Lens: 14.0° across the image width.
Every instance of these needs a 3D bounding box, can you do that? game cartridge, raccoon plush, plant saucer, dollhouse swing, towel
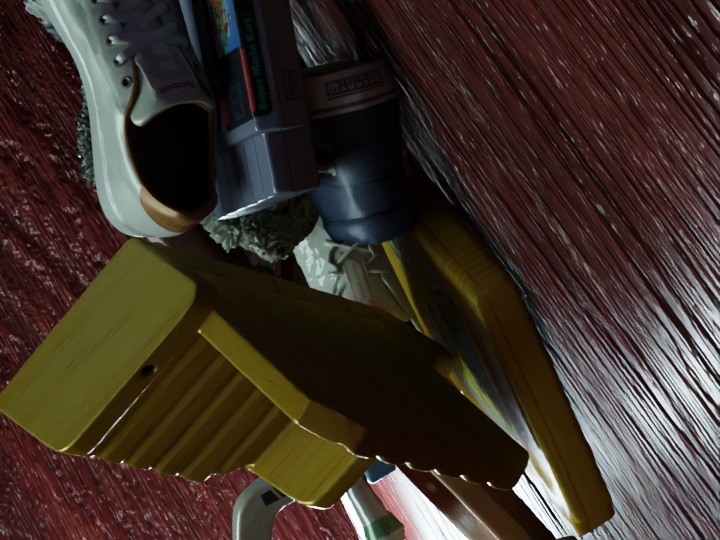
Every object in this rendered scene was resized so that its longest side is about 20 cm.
[{"bbox_3d":[-0.068,-0.131,1.495,0.130,0.038,0.201,161,98,-77],"label":"game cartridge"},{"bbox_3d":[-0.100,-0.076,1.634,0.134,0.097,0.200,25,171,39],"label":"raccoon plush"},{"bbox_3d":[0.067,0.141,1.886,0.200,0.032,0.200,44,173,7],"label":"plant saucer"},{"bbox_3d":[-0.045,0.095,1.554,0.200,0.182,0.176,17,-148,-46],"label":"dollhouse swing"},{"bbox_3d":[-0.020,0.095,1.922,0.149,0.031,0.200,95,150,-81],"label":"towel"},{"bbox_3d":[0.062,0.032,1.578,0.177,0.032,0.200,64,175,-32],"label":"game cartridge"}]

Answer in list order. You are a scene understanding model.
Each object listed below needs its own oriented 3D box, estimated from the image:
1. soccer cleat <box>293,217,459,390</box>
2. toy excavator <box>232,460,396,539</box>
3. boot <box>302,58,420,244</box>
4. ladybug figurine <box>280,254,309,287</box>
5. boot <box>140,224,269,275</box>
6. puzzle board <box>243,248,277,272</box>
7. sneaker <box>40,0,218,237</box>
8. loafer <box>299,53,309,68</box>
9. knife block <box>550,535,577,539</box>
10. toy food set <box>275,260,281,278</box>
[{"bbox_3d":[0.000,0.000,1.711,0.200,0.068,0.085,62,-166,-10],"label":"soccer cleat"},{"bbox_3d":[-0.040,0.134,2.153,0.195,0.200,0.100,63,174,-25],"label":"toy excavator"},{"bbox_3d":[-0.018,-0.061,1.547,0.200,0.073,0.091,-155,51,-80],"label":"boot"},{"bbox_3d":[-0.004,0.017,1.896,0.136,0.072,0.200,59,175,11],"label":"ladybug figurine"},{"bbox_3d":[-0.084,-0.002,1.791,0.200,0.068,0.189,38,144,56],"label":"boot"},{"bbox_3d":[-0.078,-0.068,1.987,0.200,0.017,0.151,67,-148,-53],"label":"puzzle board"},{"bbox_3d":[-0.108,-0.117,1.483,0.085,0.073,0.201,0,107,62],"label":"sneaker"},{"bbox_3d":[-0.050,-0.096,1.824,0.200,0.073,0.071,126,135,-75],"label":"loafer"},{"bbox_3d":[0.084,0.249,1.796,0.064,0.199,0.176,56,143,36],"label":"knife block"},{"bbox_3d":[-0.089,-0.021,2.067,0.200,0.048,0.198,-64,-28,-50],"label":"toy food set"}]
